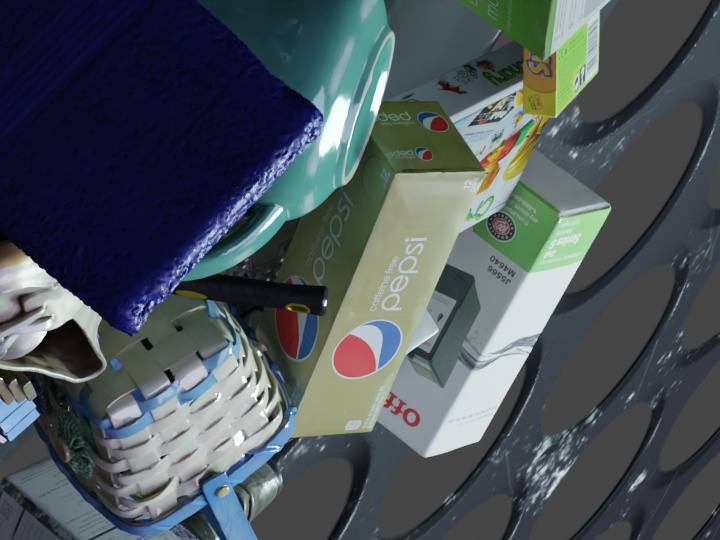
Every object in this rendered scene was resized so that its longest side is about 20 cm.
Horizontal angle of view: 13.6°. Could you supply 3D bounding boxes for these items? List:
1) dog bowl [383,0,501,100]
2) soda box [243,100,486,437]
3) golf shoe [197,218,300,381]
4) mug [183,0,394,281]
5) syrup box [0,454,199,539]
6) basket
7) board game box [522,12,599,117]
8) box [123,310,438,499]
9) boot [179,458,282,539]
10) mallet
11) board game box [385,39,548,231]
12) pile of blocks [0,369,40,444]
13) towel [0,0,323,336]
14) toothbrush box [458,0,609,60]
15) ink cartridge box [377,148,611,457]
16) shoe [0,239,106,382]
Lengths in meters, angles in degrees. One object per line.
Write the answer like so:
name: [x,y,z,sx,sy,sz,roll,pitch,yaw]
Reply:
dog bowl: [0.014,-0.162,1.776,0.200,0.079,0.200,-44,157,-24]
soda box: [0.000,0.000,1.731,0.064,0.068,0.201,-3,132,-32]
golf shoe: [-0.046,-0.014,1.910,0.097,0.078,0.200,-39,166,-47]
mug: [-0.052,-0.089,1.620,0.152,0.114,0.186,-54,161,-72]
syrup box: [-0.140,0.203,1.862,0.081,0.200,0.079,-23,144,-52]
basket: [-0.120,0.073,1.753,0.139,0.177,0.200,-35,143,-6]
board game box: [0.121,-0.201,1.787,0.096,0.030,0.201,-45,141,-62]
box: [-0.056,0.088,1.963,0.144,0.036,0.200,-35,-178,-40]
boot: [-0.138,0.202,2.002,0.200,0.068,0.131,-37,179,30]
mallet: [-0.118,0.008,1.640,0.066,0.199,0.041,110,-10,-59]
board game box: [0.050,-0.068,1.843,0.200,0.035,0.127,-29,150,-51]
pile of blocks: [-0.222,0.065,1.633,0.062,0.082,0.200,-42,157,-13]
towel: [-0.133,-0.080,1.423,0.148,0.200,0.050,-46,167,-13]
toothbrush box: [0.053,-0.229,1.578,0.086,0.200,0.146,-41,157,-25]
ink cartridge box: [0.053,0.002,2.027,0.084,0.145,0.201,-13,135,-59]
shoe: [-0.162,0.020,1.515,0.070,0.054,0.200,-21,170,4]
